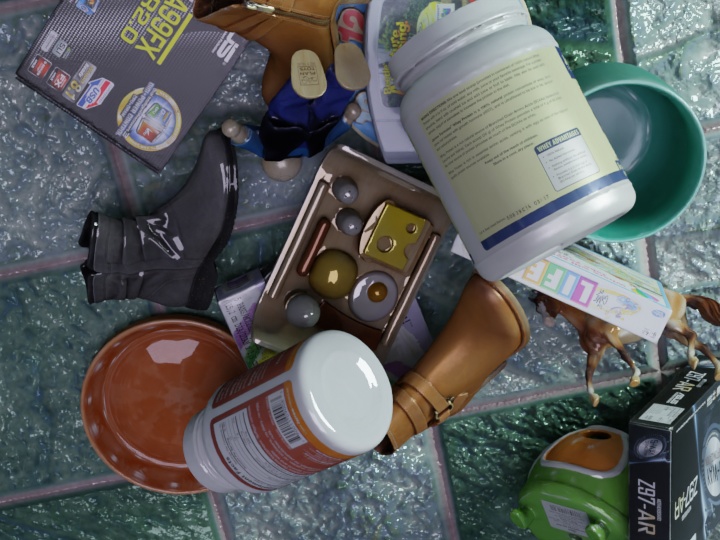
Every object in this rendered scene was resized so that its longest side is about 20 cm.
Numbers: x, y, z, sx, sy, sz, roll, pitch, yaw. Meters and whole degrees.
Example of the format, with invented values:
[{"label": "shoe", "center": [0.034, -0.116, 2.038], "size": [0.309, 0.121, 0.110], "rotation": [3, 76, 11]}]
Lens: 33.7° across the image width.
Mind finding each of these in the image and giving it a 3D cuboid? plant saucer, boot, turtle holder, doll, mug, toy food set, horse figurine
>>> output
[{"label": "plant saucer", "center": [-0.188, 0.138, 1.232], "size": [0.198, 0.032, 0.202], "rotation": [-1, 111, -3]}, {"label": "boot", "center": [-0.079, -0.212, 1.020], "size": [0.154, 0.074, 0.200], "rotation": [-11, 147, -43]}, {"label": "boot", "center": [0.070, 0.089, 1.098], "size": [0.155, 0.200, 0.077], "rotation": [-35, 73, -19]}, {"label": "turtle holder", "center": [0.252, 0.248, 1.232], "size": [0.185, 0.132, 0.141], "rotation": [43, 148, -18]}, {"label": "boot", "center": [-0.191, -0.044, 1.113], "size": [0.130, 0.070, 0.201], "rotation": [5, 120, -21]}, {"label": "doll", "center": [-0.057, -0.134, 1.064], "size": [0.135, 0.200, 0.049], "rotation": [-13, 76, -19]}, {"label": "mug", "center": [0.214, -0.117, 1.102], "size": [0.183, 0.115, 0.153], "rotation": [7, 112, -4]}, {"label": "toy food set", "center": [0.000, 0.000, 1.112], "size": [0.143, 0.060, 0.201], "rotation": [23, 100, -18]}, {"label": "horse figurine", "center": [0.280, 0.060, 1.183], "size": [0.198, 0.133, 0.050], "rotation": [-13, 137, -4]}]

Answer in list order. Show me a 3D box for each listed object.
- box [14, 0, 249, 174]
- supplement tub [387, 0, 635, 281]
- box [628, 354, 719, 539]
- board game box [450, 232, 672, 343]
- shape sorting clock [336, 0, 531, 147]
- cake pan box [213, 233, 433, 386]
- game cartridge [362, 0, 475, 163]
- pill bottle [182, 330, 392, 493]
[{"label": "box", "center": [-0.195, -0.215, 1.087], "size": [0.160, 0.044, 0.200], "rotation": [35, 107, -14]}, {"label": "supplement tub", "center": [0.120, -0.109, 0.981], "size": [0.144, 0.145, 0.201], "rotation": [-28, 84, 9]}, {"label": "box", "center": [0.322, 0.192, 1.180], "size": [0.043, 0.199, 0.162], "rotation": [6, 108, 34]}, {"label": "board game box", "center": [0.186, -0.003, 1.107], "size": [0.199, 0.134, 0.034], "rotation": [25, 103, 5]}, {"label": "shape sorting clock", "center": [0.064, -0.201, 1.104], "size": [0.198, 0.039, 0.202], "rotation": [-1, 112, -1]}, {"label": "cake pan box", "center": [-0.027, 0.064, 1.184], "size": [0.183, 0.052, 0.201], "rotation": [-24, 110, -6]}, {"label": "game cartridge", "center": [0.068, -0.196, 1.068], "size": [0.132, 0.041, 0.202], "rotation": [-1, 105, 1]}, {"label": "pill bottle", "center": [-0.073, 0.138, 1.090], "size": [0.112, 0.113, 0.199], "rotation": [46, 133, -17]}]
